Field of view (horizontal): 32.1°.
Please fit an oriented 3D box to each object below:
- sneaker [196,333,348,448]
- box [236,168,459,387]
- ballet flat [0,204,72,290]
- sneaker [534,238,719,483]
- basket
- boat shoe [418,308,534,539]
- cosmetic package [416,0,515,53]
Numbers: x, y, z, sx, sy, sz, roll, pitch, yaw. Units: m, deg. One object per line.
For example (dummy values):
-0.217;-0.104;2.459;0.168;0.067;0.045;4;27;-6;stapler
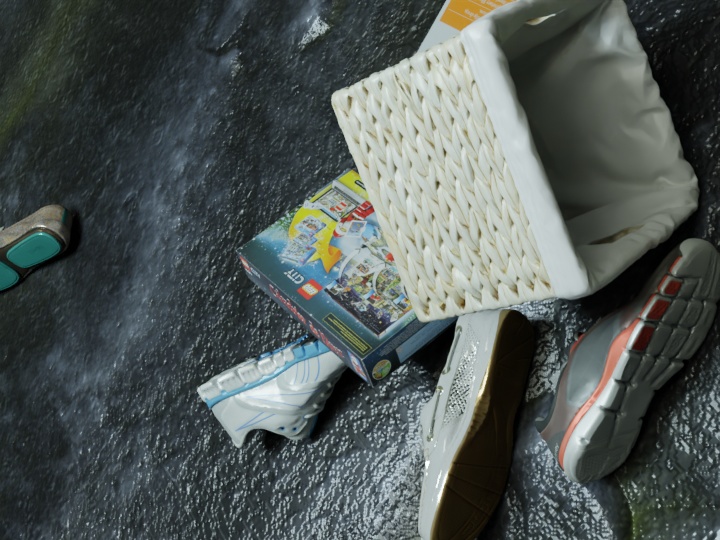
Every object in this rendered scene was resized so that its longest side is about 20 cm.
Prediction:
-0.049;0.104;1.135;0.199;0.075;0.087;-25;92;25;sneaker
0.000;0.000;1.093;0.136;0.038;0.200;-37;45;-15;box
-0.417;-0.027;1.510;0.199;0.068;0.068;-20;43;30;ballet flat
0.188;0.056;0.928;0.201;0.077;0.082;-59;41;8;sneaker
0.117;-0.087;0.920;0.160;0.198;0.201;-18;99;43;basket
0.080;0.126;1.003;0.069;0.071;0.201;5;70;43;boat shoe
0.096;-0.157;1.085;0.101;0.071;0.201;36;100;43;cosmetic package
